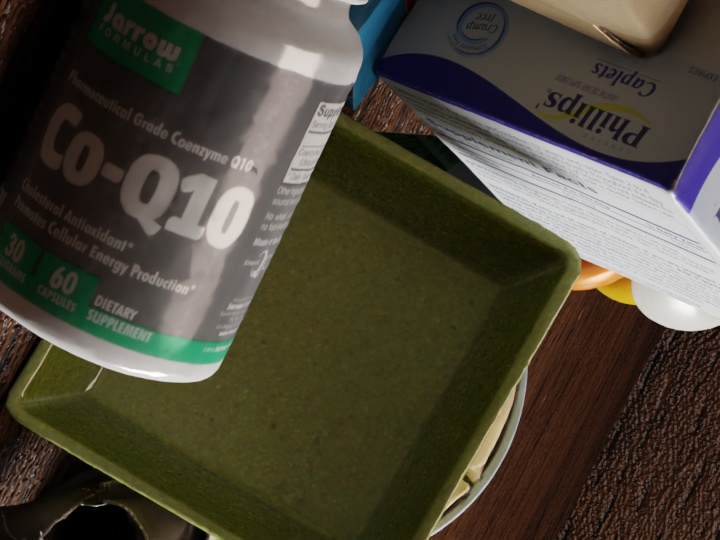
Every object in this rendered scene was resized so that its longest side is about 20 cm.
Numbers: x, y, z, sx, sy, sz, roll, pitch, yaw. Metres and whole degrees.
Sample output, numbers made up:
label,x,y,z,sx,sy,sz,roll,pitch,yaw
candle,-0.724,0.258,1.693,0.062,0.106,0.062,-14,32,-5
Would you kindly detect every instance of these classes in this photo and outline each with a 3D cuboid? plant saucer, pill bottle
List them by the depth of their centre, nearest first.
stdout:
label,x,y,z,sx,sy,sz,roll,pitch,yaw
pill bottle,-0.068,-0.066,0.983,0.200,0.113,0.113,-65,166,12
plant saucer,-0.030,0.031,1.153,0.200,0.199,0.048,-60,176,-8

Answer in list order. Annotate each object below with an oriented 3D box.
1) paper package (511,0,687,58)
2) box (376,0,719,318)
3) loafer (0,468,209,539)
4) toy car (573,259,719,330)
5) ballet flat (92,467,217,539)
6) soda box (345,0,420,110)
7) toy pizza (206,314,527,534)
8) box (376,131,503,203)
label,x,y,z,sx,sy,sz,roll,pitch,yaw
paper package,0.088,-0.224,1.076,0.200,0.190,0.103,-63,163,-4
box,0.140,-0.067,1.198,0.105,0.184,0.200,-59,142,-8
loafer,-0.124,0.137,1.167,0.200,0.071,0.073,-11,98,-60
toy car,0.156,-0.074,1.409,0.150,0.175,0.200,8,117,-36
ballet flat,-0.105,0.123,1.302,0.200,0.068,0.067,-10,88,-41
soda box,0.023,-0.180,1.196,0.200,0.064,0.068,-56,165,-23
toy pizza,-0.018,0.042,1.192,0.200,0.200,0.032,-59,175,-11
box,0.000,0.000,1.313,0.200,0.144,0.036,-51,133,-37
